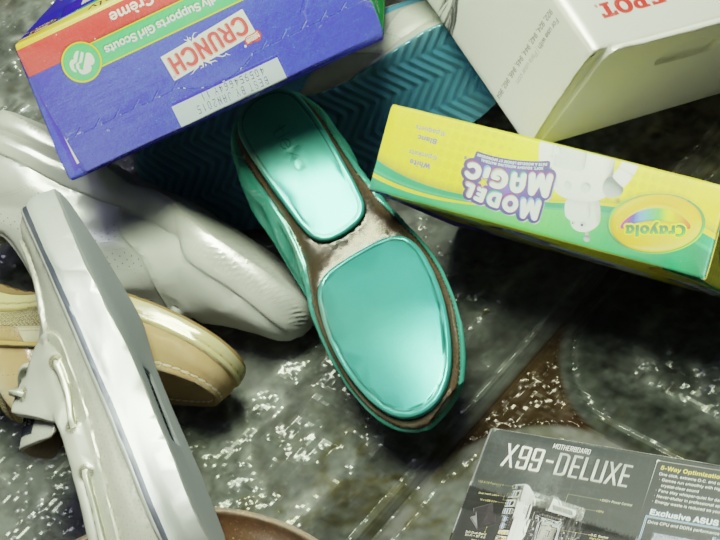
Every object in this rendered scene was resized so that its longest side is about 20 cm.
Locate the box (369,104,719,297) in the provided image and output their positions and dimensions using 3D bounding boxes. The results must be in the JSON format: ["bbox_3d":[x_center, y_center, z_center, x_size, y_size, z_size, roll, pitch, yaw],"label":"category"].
[{"bbox_3d":[0.117,-0.026,1.095,0.199,0.117,0.049,14,88,26],"label":"box"}]

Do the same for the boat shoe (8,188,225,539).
[{"bbox_3d":[-0.126,0.058,1.047,0.069,0.071,0.201,-26,69,3],"label":"boat shoe"}]

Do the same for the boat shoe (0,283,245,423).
[{"bbox_3d":[-0.151,0.048,1.133,0.199,0.071,0.065,7,63,23],"label":"boat shoe"}]

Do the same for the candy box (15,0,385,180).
[{"bbox_3d":[-0.074,-0.130,1.168,0.168,0.077,0.200,-23,14,6],"label":"candy box"}]

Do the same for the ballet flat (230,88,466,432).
[{"bbox_3d":[0.000,0.000,1.126,0.067,0.070,0.201,-29,63,-1],"label":"ballet flat"}]

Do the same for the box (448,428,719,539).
[{"bbox_3d":[0.126,0.155,0.974,0.199,0.050,0.158,7,50,20],"label":"box"}]

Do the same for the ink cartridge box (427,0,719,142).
[{"bbox_3d":[0.101,-0.174,1.172,0.145,0.084,0.201,-17,66,-35],"label":"ink cartridge box"}]

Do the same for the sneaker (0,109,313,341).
[{"bbox_3d":[-0.116,0.000,1.172,0.199,0.075,0.089,28,93,17],"label":"sneaker"}]

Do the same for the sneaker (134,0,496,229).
[{"bbox_3d":[-0.022,-0.083,1.219,0.199,0.077,0.081,-20,22,3],"label":"sneaker"}]

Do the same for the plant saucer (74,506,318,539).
[{"bbox_3d":[-0.082,0.193,1.001,0.199,0.037,0.201,-7,48,7],"label":"plant saucer"}]
